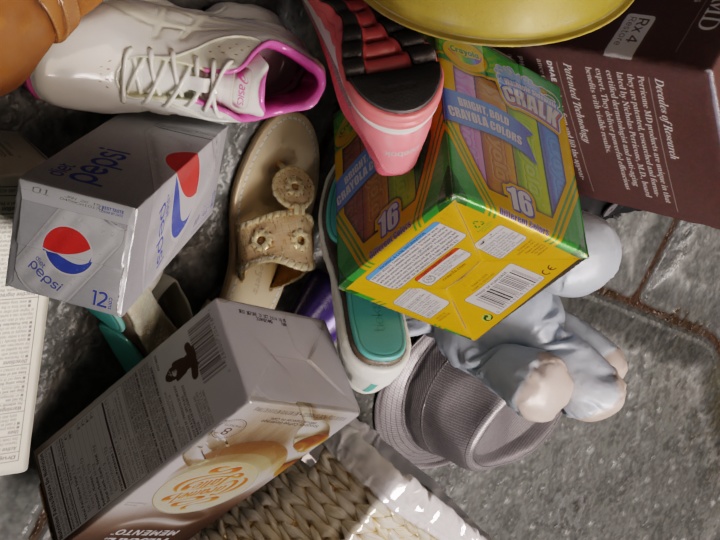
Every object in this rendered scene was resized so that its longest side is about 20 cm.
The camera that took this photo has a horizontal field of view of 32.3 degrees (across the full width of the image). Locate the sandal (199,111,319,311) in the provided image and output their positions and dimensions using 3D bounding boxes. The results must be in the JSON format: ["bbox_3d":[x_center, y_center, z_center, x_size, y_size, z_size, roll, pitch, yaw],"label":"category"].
[{"bbox_3d":[-0.060,-0.005,0.905,0.077,0.069,0.214,8,108,-44],"label":"sandal"}]

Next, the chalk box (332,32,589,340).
[{"bbox_3d":[0.063,-0.079,0.867,0.123,0.202,0.124,20,138,-30],"label":"chalk box"}]

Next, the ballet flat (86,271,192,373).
[{"bbox_3d":[-0.154,0.016,0.832,0.063,0.067,0.201,-52,155,-20],"label":"ballet flat"}]

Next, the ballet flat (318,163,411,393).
[{"bbox_3d":[0.000,0.000,0.905,0.069,0.202,0.070,-2,145,-2],"label":"ballet flat"}]

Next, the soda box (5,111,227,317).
[{"bbox_3d":[-0.136,-0.043,0.731,0.200,0.068,0.064,-66,169,-70],"label":"soda box"}]

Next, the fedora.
[{"bbox_3d":[0.117,0.115,1.121,0.199,0.090,0.178,-34,132,-23],"label":"fedora"}]

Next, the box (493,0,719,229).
[{"bbox_3d":[0.221,-0.160,0.951,0.166,0.199,0.165,-54,139,-25],"label":"box"}]

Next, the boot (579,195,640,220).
[{"bbox_3d":[0.199,-0.088,1.081,0.199,0.066,0.166,-21,140,-29],"label":"boot"}]

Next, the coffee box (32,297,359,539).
[{"bbox_3d":[-0.114,0.111,0.846,0.200,0.080,0.114,-39,149,27],"label":"coffee box"}]

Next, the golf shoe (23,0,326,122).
[{"bbox_3d":[-0.109,-0.128,0.773,0.198,0.091,0.076,-11,123,-36],"label":"golf shoe"}]

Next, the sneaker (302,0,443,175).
[{"bbox_3d":[-0.002,-0.143,0.807,0.073,0.202,0.087,-9,142,-8],"label":"sneaker"}]

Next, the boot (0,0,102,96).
[{"bbox_3d":[-0.224,-0.185,0.650,0.155,0.076,0.201,-43,123,-26],"label":"boot"}]

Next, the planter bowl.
[{"bbox_3d":[0.084,-0.232,0.772,0.199,0.200,0.084,-28,143,-27],"label":"planter bowl"}]

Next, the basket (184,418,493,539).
[{"bbox_3d":[-0.028,0.197,0.962,0.161,0.198,0.200,-50,137,-4],"label":"basket"}]

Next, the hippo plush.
[{"bbox_3d":[0.142,0.012,0.993,0.158,0.199,0.163,-1,111,-46],"label":"hippo plush"}]

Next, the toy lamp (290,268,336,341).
[{"bbox_3d":[0.020,-0.021,0.979,0.200,0.058,0.058,-46,136,-11],"label":"toy lamp"}]

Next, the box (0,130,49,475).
[{"bbox_3d":[-0.244,0.023,0.746,0.094,0.078,0.202,-2,116,-38],"label":"box"}]
